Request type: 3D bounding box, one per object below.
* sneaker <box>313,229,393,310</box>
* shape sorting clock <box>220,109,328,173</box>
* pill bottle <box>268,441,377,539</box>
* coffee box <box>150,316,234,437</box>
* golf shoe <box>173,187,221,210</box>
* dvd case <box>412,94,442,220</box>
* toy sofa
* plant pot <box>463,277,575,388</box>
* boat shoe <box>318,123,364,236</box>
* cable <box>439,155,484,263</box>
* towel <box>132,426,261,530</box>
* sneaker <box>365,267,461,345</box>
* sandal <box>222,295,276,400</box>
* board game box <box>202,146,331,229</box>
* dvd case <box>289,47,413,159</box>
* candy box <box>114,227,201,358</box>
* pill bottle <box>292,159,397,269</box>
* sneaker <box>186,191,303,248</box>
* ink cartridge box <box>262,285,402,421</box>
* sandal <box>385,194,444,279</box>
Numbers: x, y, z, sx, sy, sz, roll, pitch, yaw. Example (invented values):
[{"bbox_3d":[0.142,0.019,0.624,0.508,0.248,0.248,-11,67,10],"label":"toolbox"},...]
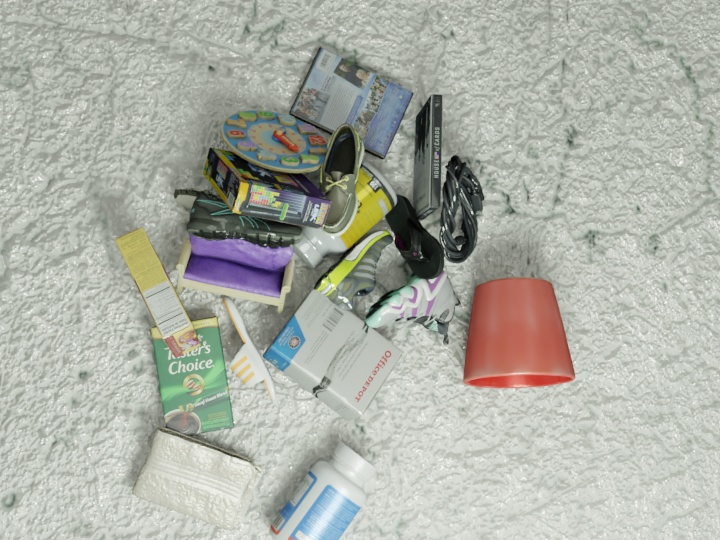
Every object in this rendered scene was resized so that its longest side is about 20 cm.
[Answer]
[{"bbox_3d":[0.000,0.000,1.555,0.081,0.074,0.200,50,54,-6],"label":"sneaker"},{"bbox_3d":[-0.148,-0.233,1.533,0.199,0.200,0.039,20,123,-6],"label":"shape sorting clock"},{"bbox_3d":[-0.060,0.405,1.512,0.112,0.112,0.200,38,81,-3],"label":"pill bottle"},{"bbox_3d":[-0.297,0.188,1.530,0.122,0.044,0.201,-8,86,-8],"label":"coffee box"},{"bbox_3d":[-0.247,-0.089,1.550,0.199,0.077,0.088,21,94,-2],"label":"golf shoe"},{"bbox_3d":[0.121,-0.201,1.573,0.025,0.150,0.201,2,85,-7],"label":"dvd case"},{"bbox_3d":[-0.218,-0.003,1.517,0.199,0.098,0.083,12,39,-6],"label":"toy sofa"},{"bbox_3d":[0.281,0.114,1.560,0.200,0.200,0.178,1,75,-8],"label":"plant pot"},{"bbox_3d":[-0.038,-0.158,1.490,0.072,0.060,0.202,4,66,14],"label":"boat shoe"},{"bbox_3d":[0.172,-0.110,1.552,0.051,0.200,0.164,10,62,25],"label":"cable"},{"bbox_3d":[-0.282,0.364,1.500,0.199,0.034,0.133,22,96,-11],"label":"towel"},{"bbox_3d":[0.111,0.084,1.566,0.200,0.078,0.140,-35,97,-30],"label":"sneaker"},{"bbox_3d":[-0.212,0.146,1.535,0.059,0.079,0.207,-27,81,-8],"label":"sandal"},{"bbox_3d":[-0.163,-0.143,1.478,0.165,0.200,0.057,8,110,-29],"label":"board game box"},{"bbox_3d":[-0.017,-0.314,1.630,0.199,0.018,0.143,25,82,-6],"label":"dvd case"},{"bbox_3d":[-0.343,0.039,1.473,0.056,0.117,0.200,-25,72,-12],"label":"candy box"},{"bbox_3d":[-0.038,-0.098,1.560,0.200,0.112,0.112,-44,92,-10],"label":"pill bottle"},{"bbox_3d":[-0.194,-0.088,1.479,0.199,0.075,0.080,8,73,-7],"label":"sneaker"},{"bbox_3d":[-0.049,0.149,1.534,0.200,0.084,0.145,38,65,-3],"label":"ink cartridge box"},{"bbox_3d":[0.085,-0.058,1.555,0.048,0.075,0.201,8,38,-38],"label":"sandal"}]
